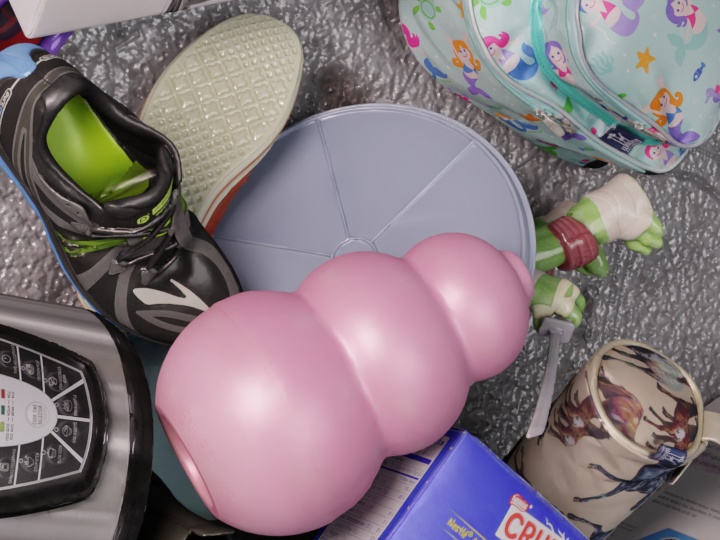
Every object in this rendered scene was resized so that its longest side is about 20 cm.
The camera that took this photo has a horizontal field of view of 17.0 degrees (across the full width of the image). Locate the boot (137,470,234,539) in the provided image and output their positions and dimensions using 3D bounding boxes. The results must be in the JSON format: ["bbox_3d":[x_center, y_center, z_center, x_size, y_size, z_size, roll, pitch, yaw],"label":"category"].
[{"bbox_3d":[-0.125,0.207,1.271,0.077,0.138,0.201,0,101,-31],"label":"boot"}]

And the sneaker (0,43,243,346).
[{"bbox_3d":[-0.120,-0.028,1.212,0.071,0.083,0.200,-47,126,-17],"label":"sneaker"}]

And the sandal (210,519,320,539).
[{"bbox_3d":[-0.024,0.171,1.377,0.200,0.075,0.048,0,124,-24],"label":"sandal"}]

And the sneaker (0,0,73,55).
[{"bbox_3d":[-0.219,-0.091,1.221,0.200,0.083,0.081,-48,119,-15],"label":"sneaker"}]

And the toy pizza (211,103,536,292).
[{"bbox_3d":[0.000,0.000,1.327,0.200,0.200,0.032,-53,153,-13],"label":"toy pizza"}]

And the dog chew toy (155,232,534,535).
[{"bbox_3d":[-0.002,0.048,1.222,0.200,0.125,0.125,-28,113,-12],"label":"dog chew toy"}]

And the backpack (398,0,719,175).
[{"bbox_3d":[0.128,-0.161,1.391,0.200,0.150,0.178,27,80,-26],"label":"backpack"}]

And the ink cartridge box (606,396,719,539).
[{"bbox_3d":[0.242,0.187,1.521,0.200,0.147,0.146,-32,114,-22],"label":"ink cartridge box"}]

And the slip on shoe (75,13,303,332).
[{"bbox_3d":[-0.095,-0.054,1.322,0.074,0.061,0.200,27,76,2],"label":"slip on shoe"}]

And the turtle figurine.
[{"bbox_3d":[0.090,0.035,1.405,0.194,0.200,0.144,-27,147,-29],"label":"turtle figurine"}]

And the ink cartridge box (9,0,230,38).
[{"bbox_3d":[-0.100,-0.213,1.231,0.200,0.084,0.145,-14,64,-29],"label":"ink cartridge box"}]

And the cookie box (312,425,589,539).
[{"bbox_3d":[0.037,0.206,1.281,0.171,0.075,0.200,43,76,-26],"label":"cookie box"}]

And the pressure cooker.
[{"bbox_3d":[-0.224,0.092,1.199,0.200,0.176,0.179,12,109,-32],"label":"pressure cooker"}]

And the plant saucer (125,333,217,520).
[{"bbox_3d":[-0.097,0.118,1.369,0.200,0.027,0.201,-7,103,-31],"label":"plant saucer"}]

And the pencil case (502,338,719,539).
[{"bbox_3d":[0.125,0.129,1.402,0.089,0.200,0.078,34,42,-2],"label":"pencil case"}]
